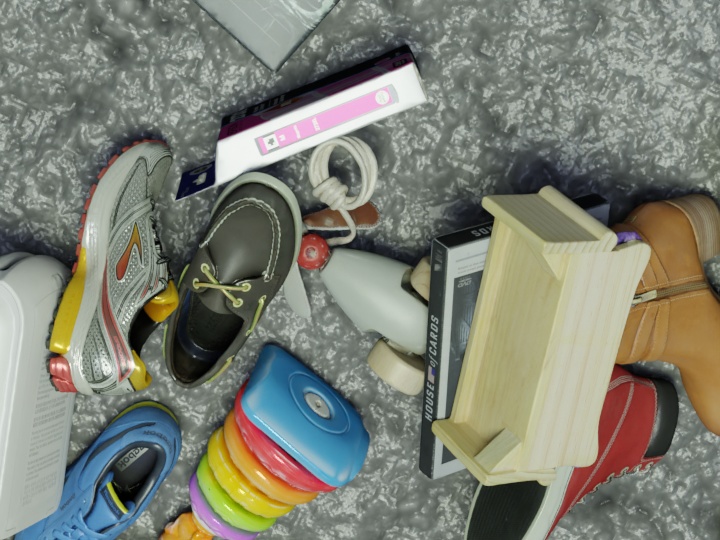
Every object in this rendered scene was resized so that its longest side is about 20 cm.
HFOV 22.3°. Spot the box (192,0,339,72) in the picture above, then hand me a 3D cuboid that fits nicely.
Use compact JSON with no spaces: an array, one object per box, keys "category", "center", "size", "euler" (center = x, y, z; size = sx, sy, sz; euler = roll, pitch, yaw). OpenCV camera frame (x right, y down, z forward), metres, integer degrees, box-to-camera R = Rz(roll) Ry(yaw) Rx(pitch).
[{"category":"box","center":[-0.069,-0.283,1.283],"size":[0.200,0.124,0.197],"euler":[41,98,-12]}]

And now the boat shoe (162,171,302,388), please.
[{"category":"boat shoe","center":[-0.096,0.012,1.343],"size":[0.071,0.061,0.202],"euler":[27,136,2]}]

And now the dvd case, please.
[{"category":"dvd case","center":[0.114,0.050,1.372],"size":[0.149,0.025,0.202],"euler":[-16,124,-29]}]

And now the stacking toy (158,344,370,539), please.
[{"category":"stacking toy","center":[-0.094,0.168,1.425],"size":[0.110,0.116,0.200],"euler":[40,112,-9]}]

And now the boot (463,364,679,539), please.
[{"category":"boot","center":[0.171,0.167,1.422],"size":[0.144,0.072,0.201],"euler":[20,101,-42]}]

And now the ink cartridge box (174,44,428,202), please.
[{"category":"ink cartridge box","center":[-0.048,-0.109,1.344],"size":[0.198,0.095,0.037],"euler":[-24,105,4]}]

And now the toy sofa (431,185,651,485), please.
[{"category":"toy sofa","center":[0.127,0.048,1.305],"size":[0.097,0.083,0.202],"euler":[-4,117,-31]}]

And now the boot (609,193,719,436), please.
[{"category":"boot","center":[0.225,0.050,1.370],"size":[0.073,0.154,0.202],"euler":[-10,98,44]}]

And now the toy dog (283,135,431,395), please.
[{"category":"toy dog","center":[0.000,0.000,1.393],"size":[0.131,0.096,0.201],"euler":[-35,89,10]}]

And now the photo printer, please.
[{"category":"photo printer","center":[-0.258,0.087,1.344],"size":[0.069,0.166,0.202],"euler":[9,94,8]}]

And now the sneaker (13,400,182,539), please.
[{"category":"sneaker","center":[-0.214,0.189,1.429],"size":[0.066,0.079,0.200],"euler":[38,102,-13]}]

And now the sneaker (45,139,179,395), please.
[{"category":"sneaker","center":[-0.166,0.000,1.346],"size":[0.081,0.078,0.202],"euler":[9,71,8]}]
